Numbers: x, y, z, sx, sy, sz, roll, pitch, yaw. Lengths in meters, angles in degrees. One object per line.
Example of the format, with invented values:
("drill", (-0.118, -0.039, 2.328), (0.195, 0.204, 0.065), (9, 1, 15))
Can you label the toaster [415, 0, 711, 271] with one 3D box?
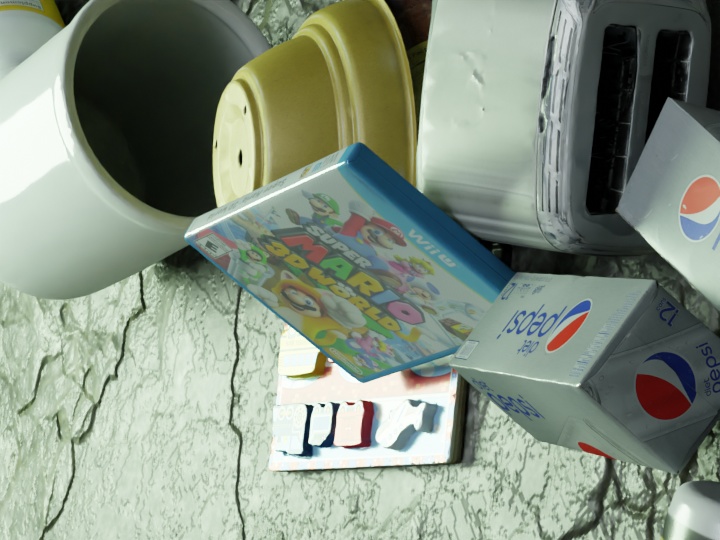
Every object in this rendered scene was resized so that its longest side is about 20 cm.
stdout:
("toaster", (0.106, -0.084, 1.494), (0.129, 0.113, 0.202), (15, 100, 56))

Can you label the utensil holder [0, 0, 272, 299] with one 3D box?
("utensil holder", (-0.164, -0.081, 1.876), (0.200, 0.169, 0.171), (-28, 58, 55))

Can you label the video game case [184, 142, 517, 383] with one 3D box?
("video game case", (0.000, 0.000, 1.575), (0.200, 0.143, 0.018), (-21, 33, 59))

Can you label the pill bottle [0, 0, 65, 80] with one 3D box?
("pill bottle", (-0.275, -0.169, 2.125), (0.112, 0.111, 0.201), (-58, 37, 29))

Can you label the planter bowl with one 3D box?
("planter bowl", (-0.037, -0.066, 1.665), (0.200, 0.083, 0.202), (179, 90, -71))

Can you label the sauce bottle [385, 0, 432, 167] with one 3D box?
("sauce bottle", (0.048, -0.111, 1.645), (0.066, 0.066, 0.201), (-51, 39, 36))

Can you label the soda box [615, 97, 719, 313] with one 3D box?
("soda box", (0.205, -0.007, 1.361), (0.200, 0.063, 0.069), (49, 121, 52))

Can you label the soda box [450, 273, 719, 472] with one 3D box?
("soda box", (0.115, 0.048, 1.399), (0.064, 0.068, 0.200), (-52, 14, -9))

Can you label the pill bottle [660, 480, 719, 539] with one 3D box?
("pill bottle", (0.173, 0.207, 1.298), (0.114, 0.114, 0.201), (23, 99, 57))

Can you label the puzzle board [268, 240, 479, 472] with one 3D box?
("puzzle board", (0.004, 0.043, 1.708), (0.199, 0.017, 0.152), (-8, 74, 56))
